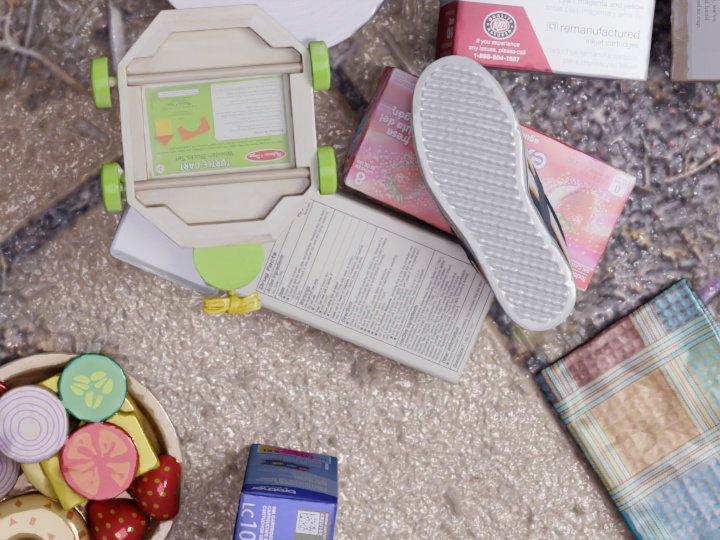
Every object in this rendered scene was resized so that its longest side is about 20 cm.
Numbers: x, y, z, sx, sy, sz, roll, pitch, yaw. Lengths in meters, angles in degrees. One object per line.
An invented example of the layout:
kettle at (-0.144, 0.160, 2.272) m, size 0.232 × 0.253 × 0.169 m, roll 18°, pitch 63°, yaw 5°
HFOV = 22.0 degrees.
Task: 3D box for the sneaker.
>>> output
sneaker at (0.091, -0.054, 1.309) m, size 0.078 × 0.079 × 0.201 m, roll -21°, pitch 93°, yaw 6°

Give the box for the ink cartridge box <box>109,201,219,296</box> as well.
ink cartridge box at (-0.114, -0.074, 1.338) m, size 0.083 × 0.200 × 0.147 m, roll 22°, pitch 96°, yaw -8°

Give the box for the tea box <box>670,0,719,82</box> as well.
tea box at (0.322, -0.235, 1.321) m, size 0.133 × 0.196 × 0.202 m, roll 4°, pitch 97°, yaw 36°

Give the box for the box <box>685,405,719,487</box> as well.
box at (0.345, 0.207, 1.476) m, size 0.199 × 0.021 × 0.165 m, roll 14°, pitch 96°, yaw -4°

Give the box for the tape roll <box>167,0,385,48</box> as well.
tape roll at (-0.062, -0.259, 1.385) m, size 0.199 × 0.066 × 0.202 m, roll 0°, pitch 96°, yaw -2°

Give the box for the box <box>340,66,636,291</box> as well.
box at (0.092, -0.072, 1.395) m, size 0.199 × 0.103 × 0.095 m, roll 24°, pitch 96°, yaw -6°

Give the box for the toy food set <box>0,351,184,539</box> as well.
toy food set at (-0.236, 0.159, 1.434) m, size 0.199 × 0.049 × 0.199 m, roll -26°, pitch 97°, yaw 1°

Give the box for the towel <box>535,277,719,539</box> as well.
towel at (0.249, 0.127, 1.445) m, size 0.146 × 0.022 × 0.201 m, roll -33°, pitch 88°, yaw 5°

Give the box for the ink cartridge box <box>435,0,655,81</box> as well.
ink cartridge box at (0.139, -0.244, 1.355) m, size 0.144 × 0.145 × 0.202 m, roll 5°, pitch 95°, yaw -2°

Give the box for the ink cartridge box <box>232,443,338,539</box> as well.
ink cartridge box at (-0.059, 0.217, 1.372) m, size 0.076 × 0.200 × 0.138 m, roll 7°, pitch 96°, yaw -3°

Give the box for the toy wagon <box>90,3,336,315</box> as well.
toy wagon at (-0.094, -0.072, 1.219) m, size 0.154 × 0.040 × 0.202 m, roll -5°, pitch 99°, yaw -4°

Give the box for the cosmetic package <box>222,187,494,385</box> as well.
cosmetic package at (0.000, 0.000, 1.413) m, size 0.199 × 0.071 × 0.106 m, roll 24°, pitch 96°, yaw -5°
